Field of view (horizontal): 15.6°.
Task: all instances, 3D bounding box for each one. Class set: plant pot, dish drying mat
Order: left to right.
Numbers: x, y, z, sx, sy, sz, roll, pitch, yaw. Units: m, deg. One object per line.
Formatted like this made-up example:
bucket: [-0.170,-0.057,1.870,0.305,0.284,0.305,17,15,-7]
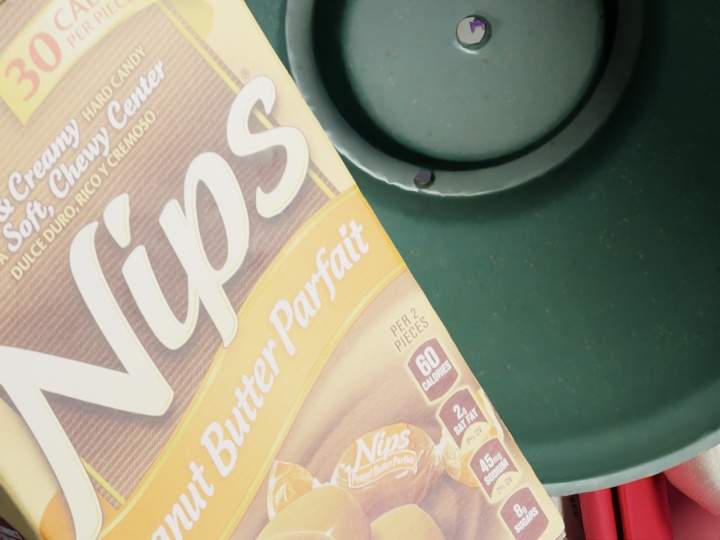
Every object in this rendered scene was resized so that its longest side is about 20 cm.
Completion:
plant pot: [0.042,-0.056,0.744,0.134,0.199,0.202,-113,-159,-68]
dish drying mat: [0.099,0.099,0.936,0.077,0.018,0.201,52,25,-46]

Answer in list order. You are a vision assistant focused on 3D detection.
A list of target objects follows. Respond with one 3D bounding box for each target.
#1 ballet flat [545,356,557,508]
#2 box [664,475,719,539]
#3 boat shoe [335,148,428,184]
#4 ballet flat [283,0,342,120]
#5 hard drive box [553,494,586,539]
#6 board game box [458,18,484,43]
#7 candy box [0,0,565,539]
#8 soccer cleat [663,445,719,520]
ballet flat: [0.031,0.059,0.781,0.068,0.075,0.200,59,28,-22]
box: [0.153,0.100,1.052,0.109,0.199,0.128,-60,151,-28]
boat shoe: [0.000,0.000,0.898,0.200,0.074,0.074,19,94,-53]
ballet flat: [0.002,-0.142,0.847,0.062,0.067,0.201,30,65,-27]
hard drive box: [0.022,0.122,0.885,0.200,0.077,0.157,13,56,-59]
board game box: [0.153,-0.111,0.982,0.147,0.199,0.065,-30,125,-53]
candy box: [-0.048,0.021,0.636,0.115,0.055,0.201,-41,114,-21]
soccer cleat: [0.193,0.020,0.941,0.200,0.086,0.070,-41,123,9]
